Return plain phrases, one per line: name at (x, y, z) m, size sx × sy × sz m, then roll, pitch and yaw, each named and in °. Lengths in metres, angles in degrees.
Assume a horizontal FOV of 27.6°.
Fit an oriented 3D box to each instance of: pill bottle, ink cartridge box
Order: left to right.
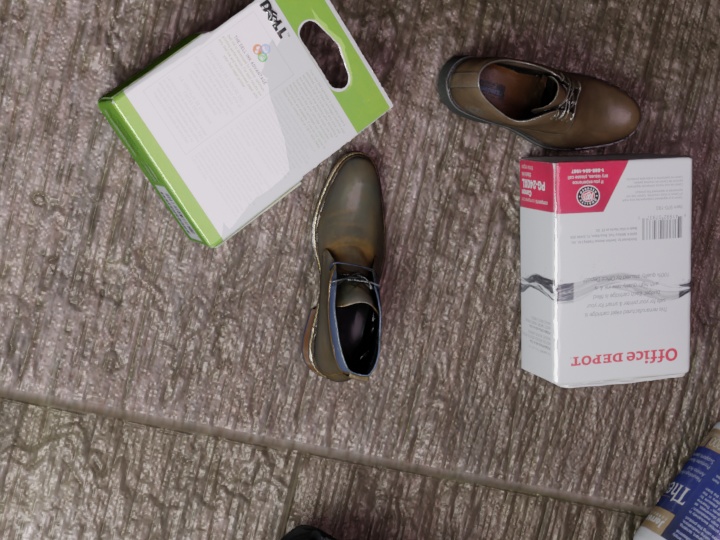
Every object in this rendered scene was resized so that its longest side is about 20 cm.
ink cartridge box at (-0.094, -0.137, 1.226) m, size 0.199 × 0.076 × 0.149 m, roll -38°, pitch 106°, yaw -13°
ink cartridge box at (0.224, -0.003, 1.350) m, size 0.143 × 0.083 × 0.203 m, roll -3°, pitch 98°, yaw -19°
pill bottle at (0.331, 0.253, 1.404) m, size 0.111 × 0.111 × 0.201 m, roll 41°, pitch 82°, yaw -19°

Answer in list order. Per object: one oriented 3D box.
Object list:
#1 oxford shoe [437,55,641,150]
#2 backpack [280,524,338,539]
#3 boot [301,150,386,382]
oxford shoe at (0.174, -0.147, 1.316) m, size 0.197 × 0.084 × 0.074 m, roll 6°, pitch 93°, yaw -22°
backpack at (-0.031, 0.344, 1.259) m, size 0.182 × 0.147 × 0.202 m, roll 31°, pitch 82°, yaw -6°
boot at (0.000, 0.000, 1.263) m, size 0.074 × 0.097 × 0.203 m, roll 4°, pitch 95°, yaw -20°
